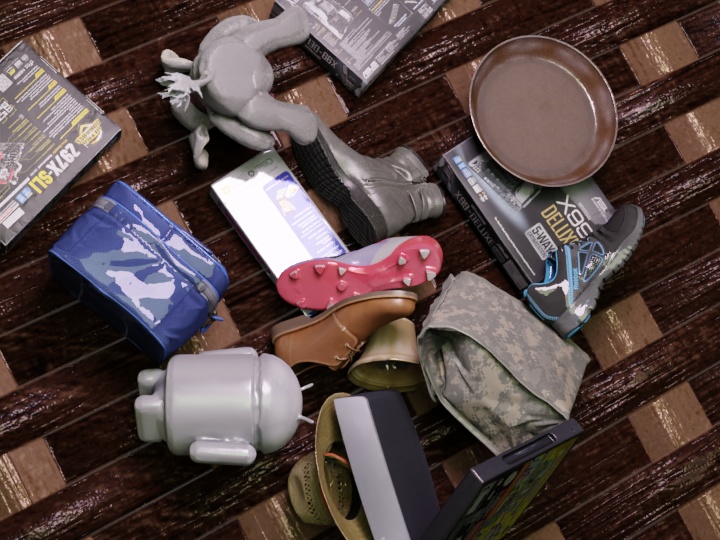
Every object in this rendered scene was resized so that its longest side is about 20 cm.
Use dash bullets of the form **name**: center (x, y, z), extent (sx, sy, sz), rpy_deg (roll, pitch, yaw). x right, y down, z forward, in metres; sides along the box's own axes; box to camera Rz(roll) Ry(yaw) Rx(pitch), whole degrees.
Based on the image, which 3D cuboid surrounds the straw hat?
- **straw hat**: center (-0.036, 0.246, 1.480), extent (0.085, 0.201, 0.202), rpy_deg (-20, 80, 22)

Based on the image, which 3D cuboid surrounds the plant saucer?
- **plant saucer**: center (0.226, -0.196, 1.618), extent (0.199, 0.032, 0.201), rpy_deg (4, 75, -14)

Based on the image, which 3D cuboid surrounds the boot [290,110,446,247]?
- **boot**: center (0.010, -0.127, 1.608), extent (0.130, 0.068, 0.200), rpy_deg (-28, 78, -33)

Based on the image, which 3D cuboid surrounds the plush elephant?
- **plush elephant**: center (-0.162, -0.211, 1.541), extent (0.199, 0.155, 0.166), rpy_deg (-10, 89, -23)

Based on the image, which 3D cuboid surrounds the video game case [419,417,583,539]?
- **video game case**: center (0.141, 0.257, 1.420), extent (0.180, 0.200, 0.026), rpy_deg (-17, 55, -44)

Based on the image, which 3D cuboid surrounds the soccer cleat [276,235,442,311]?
- **soccer cleat**: center (0.000, 0.000, 1.532), extent (0.199, 0.077, 0.067), rpy_deg (-13, 107, 6)

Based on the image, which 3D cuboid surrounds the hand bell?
- **hand bell**: center (0.039, 0.037, 1.568), extent (0.104, 0.104, 0.201), rpy_deg (8, 62, -12)

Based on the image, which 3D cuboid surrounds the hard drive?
- **hard drive**: center (0.038, 0.234, 1.487), extent (0.042, 0.135, 0.201), rpy_deg (-21, 81, 23)

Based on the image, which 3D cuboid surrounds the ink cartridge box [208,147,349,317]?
- **ink cartridge box**: center (-0.089, -0.045, 1.570), extent (0.095, 0.037, 0.200), rpy_deg (-35, 85, -18)

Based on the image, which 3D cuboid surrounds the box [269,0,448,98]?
- **box**: center (0.006, -0.347, 1.657), extent (0.158, 0.050, 0.200), rpy_deg (41, 71, -1)

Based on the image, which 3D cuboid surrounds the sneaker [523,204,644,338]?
- **sneaker**: center (0.275, -0.016, 1.565), extent (0.082, 0.073, 0.200), rpy_deg (36, 65, 3)

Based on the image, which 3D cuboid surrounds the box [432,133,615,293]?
- **box**: center (0.212, -0.096, 1.639), extent (0.157, 0.050, 0.200), rpy_deg (-33, 86, -20)

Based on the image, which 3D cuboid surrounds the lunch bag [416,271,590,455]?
- **lunch bag**: center (0.155, 0.105, 1.520), extent (0.200, 0.118, 0.164), rpy_deg (42, 30, -2)

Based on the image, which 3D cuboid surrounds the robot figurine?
- **robot figurine**: center (-0.152, 0.150, 1.457), extent (0.199, 0.113, 0.170), rpy_deg (0, 45, -2)

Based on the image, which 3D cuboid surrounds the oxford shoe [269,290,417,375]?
- **oxford shoe**: center (-0.014, 0.075, 1.491), extent (0.071, 0.199, 0.072), rpy_deg (20, 53, -51)

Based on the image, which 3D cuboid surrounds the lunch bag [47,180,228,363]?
- **lunch bag**: center (-0.240, 0.002, 1.468), extent (0.200, 0.136, 0.132), rpy_deg (40, 72, -2)

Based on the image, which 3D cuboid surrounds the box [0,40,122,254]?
- **box**: center (-0.405, -0.146, 1.510), extent (0.160, 0.049, 0.200), rpy_deg (42, 71, -4)
